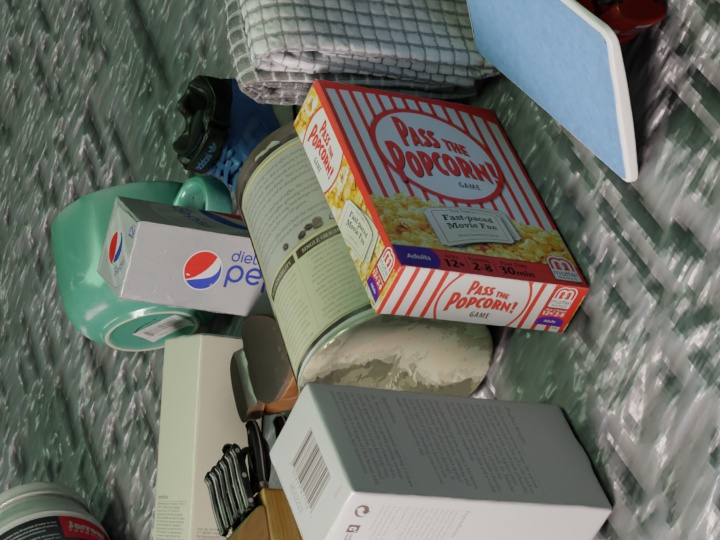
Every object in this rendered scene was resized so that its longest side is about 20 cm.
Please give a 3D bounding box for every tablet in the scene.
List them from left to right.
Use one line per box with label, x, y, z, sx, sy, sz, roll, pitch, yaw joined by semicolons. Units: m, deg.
tablet;0.123;-0.155;1.437;0.200;0.014;0.130;47;160;44

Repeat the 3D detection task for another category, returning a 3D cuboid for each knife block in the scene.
knife block;-0.046;0.219;1.716;0.200;0.176;0.064;43;137;1

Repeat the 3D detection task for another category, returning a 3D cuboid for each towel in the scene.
towel;-0.007;-0.201;1.584;0.086;0.199;0.166;125;141;-51

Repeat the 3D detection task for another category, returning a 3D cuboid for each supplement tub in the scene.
supplement tub;-0.295;0.314;2.041;0.141;0.140;0.200;-65;34;29

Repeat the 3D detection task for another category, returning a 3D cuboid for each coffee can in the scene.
coffee can;0.000;0.000;1.575;0.147;0.146;0.200;-58;38;38

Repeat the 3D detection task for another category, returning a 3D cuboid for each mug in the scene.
mug;-0.194;-0.002;1.908;0.185;0.151;0.115;111;149;-64

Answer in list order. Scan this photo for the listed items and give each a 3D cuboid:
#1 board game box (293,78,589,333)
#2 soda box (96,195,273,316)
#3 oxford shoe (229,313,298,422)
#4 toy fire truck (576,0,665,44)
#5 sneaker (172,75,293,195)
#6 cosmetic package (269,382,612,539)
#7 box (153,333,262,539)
board game box;0.053;-0.045;1.487;0.046;0.151;0.200;-62;36;33
soda box;-0.104;-0.006;1.709;0.063;0.199;0.068;41;119;58
oxford shoe;-0.057;0.072;1.699;0.200;0.071;0.072;129;130;-74
toy fire truck;0.124;-0.234;1.456;0.141;0.049;0.201;-29;73;51
sneaker;-0.105;-0.081;1.818;0.077;0.111;0.201;-46;46;47
cosmetic package;0.052;0.138;1.396;0.071;0.199;0.102;-62;35;33
box;-0.132;0.158;1.859;0.082;0.068;0.201;-8;77;60
